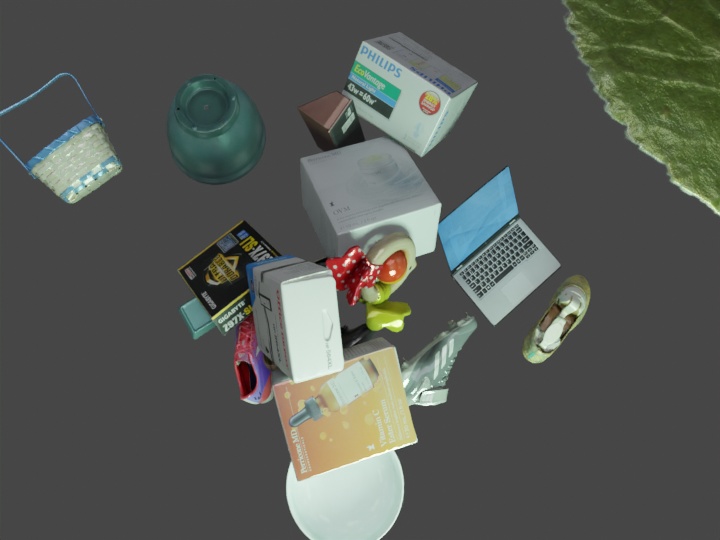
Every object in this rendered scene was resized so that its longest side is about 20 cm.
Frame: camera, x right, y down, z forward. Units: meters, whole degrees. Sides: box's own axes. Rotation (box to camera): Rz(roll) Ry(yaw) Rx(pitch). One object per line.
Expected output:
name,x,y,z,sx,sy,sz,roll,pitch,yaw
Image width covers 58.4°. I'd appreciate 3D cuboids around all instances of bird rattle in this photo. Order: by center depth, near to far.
bird rattle,0.027,0.002,1.088,0.163,0.201,0.112,-47,51,-11

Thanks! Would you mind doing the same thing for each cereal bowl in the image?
cereal bowl,-0.026,0.360,1.085,0.193,0.084,0.207,1,74,-3

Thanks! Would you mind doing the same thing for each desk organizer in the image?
desk organizer,-0.051,-0.270,1.205,0.076,0.200,0.072,36,86,11

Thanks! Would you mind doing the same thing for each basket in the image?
basket,-0.557,-0.237,1.200,0.175,0.139,0.203,-36,108,-12

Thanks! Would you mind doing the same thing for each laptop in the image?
laptop,0.261,-0.043,1.197,0.186,0.116,0.201,-37,78,-11

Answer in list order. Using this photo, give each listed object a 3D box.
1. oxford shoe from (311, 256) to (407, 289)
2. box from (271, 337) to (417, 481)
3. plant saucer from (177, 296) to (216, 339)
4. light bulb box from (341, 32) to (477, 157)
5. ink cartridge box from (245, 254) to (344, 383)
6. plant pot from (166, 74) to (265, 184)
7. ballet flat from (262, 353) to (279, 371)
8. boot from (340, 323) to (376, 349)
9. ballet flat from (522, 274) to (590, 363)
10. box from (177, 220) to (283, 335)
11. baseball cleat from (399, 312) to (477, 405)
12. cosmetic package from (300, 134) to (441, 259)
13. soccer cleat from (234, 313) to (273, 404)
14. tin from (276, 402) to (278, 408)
oxford shoe,0.000,0.000,1.195,0.194,0.075,0.073,-9,74,-5
box,-0.028,0.212,1.010,0.194,0.106,0.157,-17,94,-8
plant saucer,-0.243,0.044,1.204,0.197,0.019,0.071,-32,78,-12
light bulb box,0.093,-0.340,1.222,0.196,0.127,0.200,34,33,8
ink cartridge box,-0.104,0.066,0.981,0.082,0.199,0.151,-11,101,-22
plant pot,-0.285,-0.288,1.239,0.193,0.135,0.207,1,73,-3
ballet flat,-0.146,0.077,1.120,0.066,0.067,0.206,-13,74,23
boot,-0.084,0.081,1.161,0.196,0.069,0.178,-24,74,8
ballet flat,0.372,0.085,1.190,0.070,0.071,0.201,39,76,9
box,-0.223,0.006,1.142,0.158,0.050,0.199,-37,38,-12
baseball cleat,0.146,0.172,1.163,0.198,0.070,0.108,-36,84,-2
cosmetic package,0.013,-0.120,1.164,0.194,0.125,0.202,-17,52,-15
soccer cleat,-0.196,0.132,1.140,0.067,0.073,0.206,-15,77,22
tin,-0.048,0.213,1.118,0.195,0.112,0.043,-19,114,-7
